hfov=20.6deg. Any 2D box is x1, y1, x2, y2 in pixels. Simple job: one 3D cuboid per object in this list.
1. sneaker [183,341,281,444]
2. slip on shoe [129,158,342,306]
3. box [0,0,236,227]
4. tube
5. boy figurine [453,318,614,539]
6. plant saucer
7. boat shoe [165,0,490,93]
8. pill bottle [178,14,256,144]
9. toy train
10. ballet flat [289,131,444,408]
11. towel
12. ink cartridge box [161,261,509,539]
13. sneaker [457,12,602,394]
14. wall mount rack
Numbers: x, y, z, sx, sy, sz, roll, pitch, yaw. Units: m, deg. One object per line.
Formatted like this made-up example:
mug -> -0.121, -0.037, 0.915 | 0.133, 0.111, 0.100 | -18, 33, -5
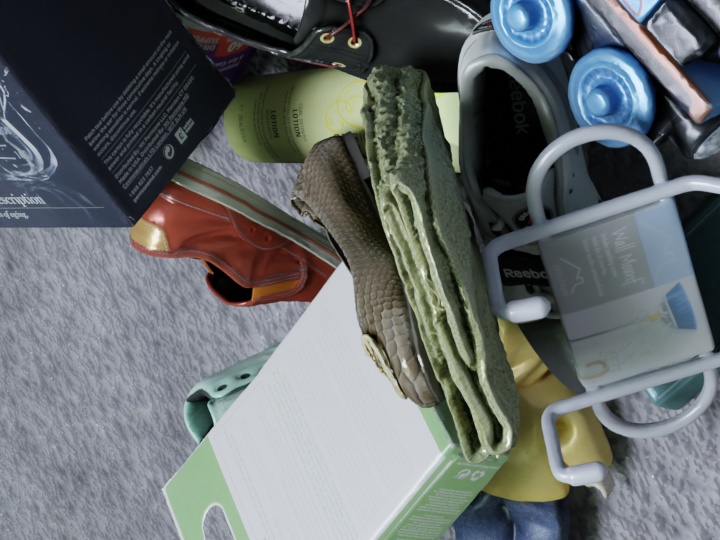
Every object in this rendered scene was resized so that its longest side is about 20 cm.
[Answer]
sneaker -> -0.020, 0.080, 1.161 | 0.200, 0.118, 0.074 | -8, 103, 51
slip on shoe -> -0.059, -0.007, 1.120 | 0.074, 0.200, 0.061 | 25, 87, 39
box -> -0.202, -0.120, 1.043 | 0.199, 0.104, 0.182 | 1, 136, 46
tube -> 0.008, -0.087, 1.087 | 0.199, 0.052, 0.058 | 2, 146, 43
boy figurine -> 0.078, 0.084, 1.079 | 0.124, 0.064, 0.201 | 9, 118, 24
plant saucer -> 0.177, 0.000, 0.953 | 0.070, 0.019, 0.200 | 55, 144, 13
boat shoe -> -0.013, -0.134, 1.012 | 0.200, 0.063, 0.074 | 20, 114, 12
pill bottle -> -0.122, -0.133, 1.165 | 0.112, 0.111, 0.200 | 53, 143, 14
toy train -> 0.112, -0.145, 0.892 | 0.200, 0.087, 0.114 | 51, 134, 14
ballet flat -> 0.000, 0.000, 1.003 | 0.200, 0.046, 0.068 | -110, 1, -47
towel -> 0.038, -0.009, 0.931 | 0.200, 0.036, 0.149 | -96, -12, -69
ink cartridge box -> -0.019, 0.109, 1.070 | 0.200, 0.048, 0.146 | -53, 45, 28
sneaker -> 0.085, -0.021, 0.953 | 0.074, 0.089, 0.201 | -17, 102, 20
wall mount rack -> 0.154, 0.021, 0.899 | 0.075, 0.173, 0.200 | -99, -11, -49
